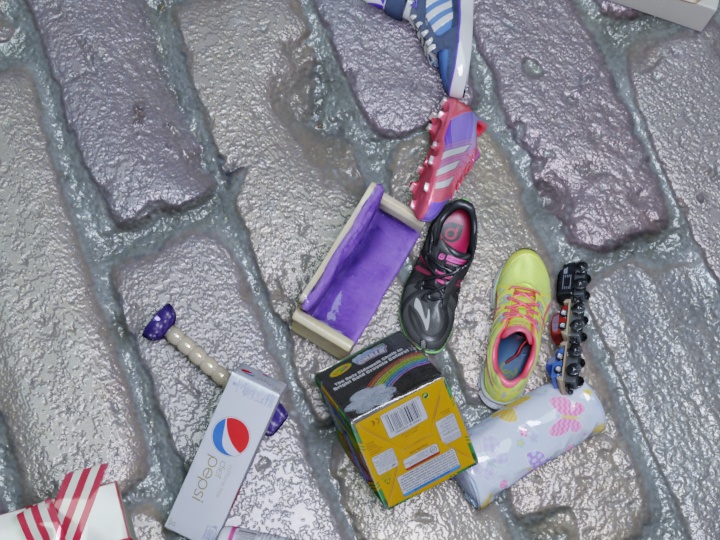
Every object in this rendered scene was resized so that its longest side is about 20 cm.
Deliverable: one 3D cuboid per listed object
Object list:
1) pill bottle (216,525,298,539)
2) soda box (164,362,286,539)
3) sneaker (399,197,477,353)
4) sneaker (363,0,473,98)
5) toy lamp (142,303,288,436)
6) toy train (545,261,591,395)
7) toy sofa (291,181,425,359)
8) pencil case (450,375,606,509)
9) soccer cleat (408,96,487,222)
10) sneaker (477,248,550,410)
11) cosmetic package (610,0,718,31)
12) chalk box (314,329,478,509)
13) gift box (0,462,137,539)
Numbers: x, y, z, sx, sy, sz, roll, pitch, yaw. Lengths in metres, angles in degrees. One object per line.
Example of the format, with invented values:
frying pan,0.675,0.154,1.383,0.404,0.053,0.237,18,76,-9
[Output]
pill bottle,-0.073,0.366,1.660,0.197,0.114,0.115,12,75,4
soda box,-0.155,0.214,1.688,0.063,0.068,0.202,25,97,2
sneaker,0.096,0.001,1.785,0.076,0.084,0.203,14,75,0
sneaker,0.071,-0.319,1.868,0.144,0.081,0.203,3,77,2
toy lamp,-0.171,0.122,1.749,0.199,0.058,0.058,40,76,5
toy train,0.252,0.068,1.769,0.045,0.034,0.202,-4,46,17
toy sofa,0.000,0.000,1.761,0.082,0.098,0.201,30,68,4
pencil case,0.198,0.202,1.745,0.199,0.083,0.091,-32,101,-11
soccer cleat,0.112,-0.133,1.802,0.076,0.067,0.202,25,47,-13
sneaker,0.195,0.066,1.775,0.077,0.090,0.203,10,74,0
cosmetic package,0.376,-0.401,1.914,0.197,0.073,0.105,17,75,1
chalk box,0.033,0.164,1.704,0.124,0.200,0.125,-25,112,-8
gift box,-0.310,0.332,1.615,0.197,0.187,0.187,-20,74,-8
